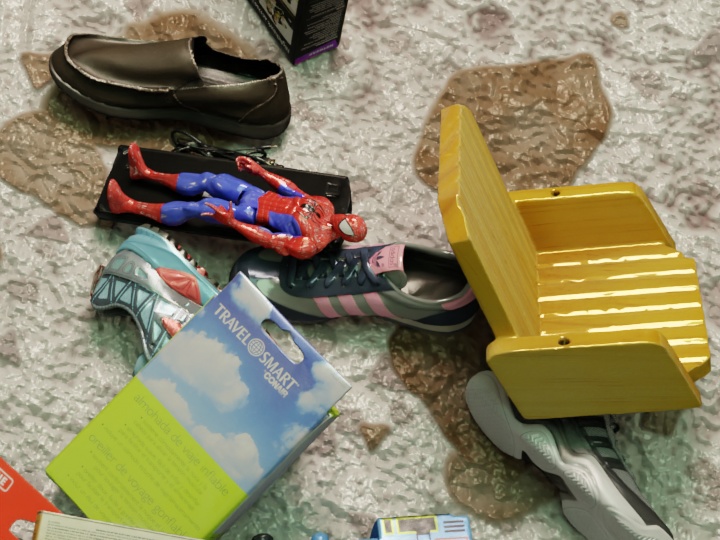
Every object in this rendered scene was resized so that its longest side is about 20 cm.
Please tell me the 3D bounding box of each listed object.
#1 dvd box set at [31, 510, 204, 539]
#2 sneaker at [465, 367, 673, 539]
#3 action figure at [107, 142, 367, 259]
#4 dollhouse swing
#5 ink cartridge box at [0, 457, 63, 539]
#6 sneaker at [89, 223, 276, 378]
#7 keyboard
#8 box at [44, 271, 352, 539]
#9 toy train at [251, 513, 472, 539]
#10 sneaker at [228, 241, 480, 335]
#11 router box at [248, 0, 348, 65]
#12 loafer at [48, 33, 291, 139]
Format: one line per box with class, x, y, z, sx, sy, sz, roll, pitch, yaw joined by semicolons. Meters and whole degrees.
dvd box set;-0.156;0.266;1.053;0.146;0.029;0.201;12;78;-16
sneaker;0.183;0.125;1.233;0.114;0.076;0.200;-40;73;-22
action figure;-0.090;-0.051;1.236;0.199;0.052;0.066;14;48;11
dollhouse swing;0.158;-0.024;1.200;0.181;0.176;0.200;-5;35;8
ink cartridge box;-0.234;0.232;1.070;0.200;0.044;0.174;48;60;-25
sneaker;-0.123;0.062;1.227;0.096;0.079;0.200;-45;73;-8
keyboard;-0.102;-0.057;1.294;0.199;0.040;0.104;10;51;9
box;-0.111;0.113;1.156;0.200;0.048;0.122;-46;80;2
toy train;-0.006;0.235;1.146;0.199;0.087;0.114;-3;55;-9
sneaker;0.000;0.000;1.261;0.199;0.082;0.070;3;64;-8
router box;-0.080;-0.292;1.356;0.051;0.149;0.200;-27;71;-20
loafer;-0.149;-0.164;1.317;0.199;0.071;0.073;9;44;-10
